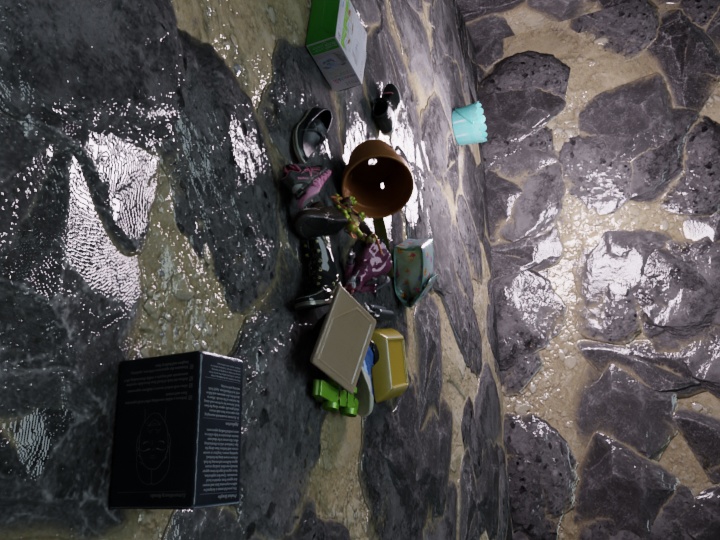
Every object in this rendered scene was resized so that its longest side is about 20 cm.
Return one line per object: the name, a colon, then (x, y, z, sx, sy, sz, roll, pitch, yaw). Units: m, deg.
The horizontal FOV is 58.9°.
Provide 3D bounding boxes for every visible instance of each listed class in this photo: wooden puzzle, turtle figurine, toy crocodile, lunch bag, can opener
wooden puzzle: (-0.039, 0.155, 1.434, 0.200, 0.037, 0.188, 50, 52, -48)
turtle figurine: (-0.017, -0.124, 1.656, 0.200, 0.064, 0.162, 45, 16, -15)
toy crocodile: (-0.057, 0.296, 1.475, 0.200, 0.061, 0.069, 37, 49, -53)
lunch bag: (0.177, 0.008, 2.053, 0.170, 0.120, 0.204, -30, 118, -68)
can opener: (0.033, 0.125, 1.769, 0.199, 0.052, 0.067, 5, 111, -65)

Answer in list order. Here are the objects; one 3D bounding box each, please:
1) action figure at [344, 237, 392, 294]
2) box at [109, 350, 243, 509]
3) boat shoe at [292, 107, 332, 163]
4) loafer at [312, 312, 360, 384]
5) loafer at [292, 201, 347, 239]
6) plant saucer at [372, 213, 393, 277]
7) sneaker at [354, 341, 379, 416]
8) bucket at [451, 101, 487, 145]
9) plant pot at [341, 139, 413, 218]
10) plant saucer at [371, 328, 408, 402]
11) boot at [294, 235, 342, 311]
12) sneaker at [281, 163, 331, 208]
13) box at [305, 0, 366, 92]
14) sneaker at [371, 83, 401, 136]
action figure: (0.000, 0.000, 1.698, 0.135, 0.148, 0.200, 50, 50, -7)
box: (-0.255, 0.227, 0.900, 0.107, 0.146, 0.204, 31, 54, -60)
boat shoe: (-0.115, -0.334, 1.548, 0.202, 0.061, 0.075, -72, 147, -44)
loafer: (-0.047, 0.190, 1.512, 0.203, 0.067, 0.071, 64, 37, -29)
loafer: (-0.106, -0.122, 1.507, 0.071, 0.073, 0.199, 50, 19, 15)
plant saucer: (0.063, -0.077, 1.848, 0.200, 0.030, 0.204, -11, 90, -90)
sneaker: (0.011, 0.258, 1.616, 0.111, 0.076, 0.204, -14, 88, -58)
bucket: (0.538, -0.720, 3.149, 0.207, 0.132, 0.212, -8, 90, -68)
plant pot: (0.040, -0.266, 1.754, 0.141, 0.197, 0.201, -98, 164, -48)
plant saucer: (0.089, 0.267, 1.837, 0.199, 0.048, 0.204, 11, 72, -67)
boot: (-0.106, 0.005, 1.445, 0.203, 0.072, 0.157, -16, 93, -67)
sneaker: (-0.129, -0.217, 1.469, 0.095, 0.079, 0.201, 40, 21, -9)
box: (-0.059, -0.631, 1.741, 0.177, 0.095, 0.203, 49, 38, -53)
sneaker: (0.085, -0.552, 2.088, 0.099, 0.069, 0.204, 52, 40, -58)
